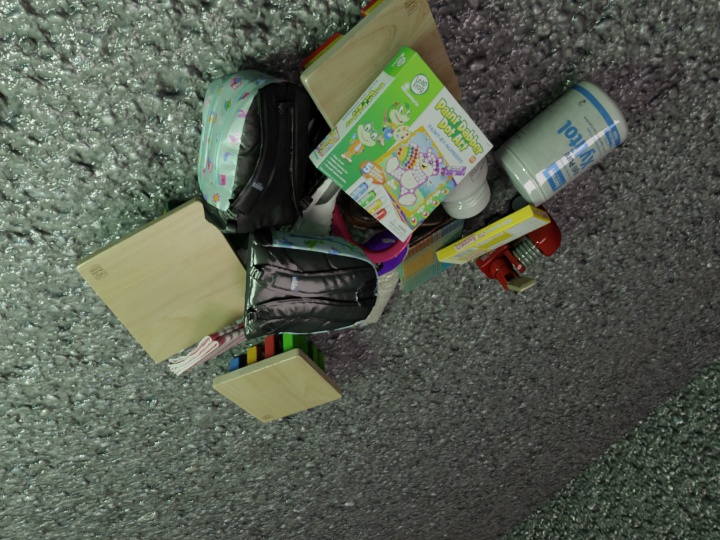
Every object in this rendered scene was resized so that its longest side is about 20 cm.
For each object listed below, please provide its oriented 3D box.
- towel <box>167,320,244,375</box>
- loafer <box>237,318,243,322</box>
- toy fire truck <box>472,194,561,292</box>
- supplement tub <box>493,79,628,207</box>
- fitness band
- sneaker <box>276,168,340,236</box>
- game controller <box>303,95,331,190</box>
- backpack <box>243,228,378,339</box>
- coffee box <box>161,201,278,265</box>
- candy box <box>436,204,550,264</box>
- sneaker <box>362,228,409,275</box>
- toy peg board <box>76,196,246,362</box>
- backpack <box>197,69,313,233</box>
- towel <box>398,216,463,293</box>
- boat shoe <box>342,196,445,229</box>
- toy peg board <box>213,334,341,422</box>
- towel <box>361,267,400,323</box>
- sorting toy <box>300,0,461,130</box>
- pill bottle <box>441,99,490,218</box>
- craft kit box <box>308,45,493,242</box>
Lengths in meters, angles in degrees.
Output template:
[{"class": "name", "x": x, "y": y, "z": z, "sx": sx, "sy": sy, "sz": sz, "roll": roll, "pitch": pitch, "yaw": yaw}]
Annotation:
[{"class": "towel", "x": -0.207, "y": 0.102, "z": 0.950, "sx": 0.146, "sy": 0.030, "sz": 0.199, "roll": -33, "pitch": 176, "yaw": 38}, {"class": "loafer", "x": -0.148, "y": 0.040, "z": 1.057, "sx": 0.198, "sy": 0.071, "sz": 0.070, "roll": -29, "pitch": 162, "yaw": 18}, {"class": "toy fire truck", "x": 0.322, "y": -0.033, "z": 1.137, "sx": 0.176, "sy": 0.201, "sz": 0.128, "roll": -41, "pitch": 137, "yaw": 15}, {"class": "supplement tub", "x": 0.353, "y": -0.223, "z": 1.019, "sx": 0.199, "sy": 0.133, "sz": 0.132, "roll": -39, "pitch": 137, "yaw": 11}, {"class": "fitness band", "x": 0.010, "y": -0.111, "z": 0.930, "sx": 0.142, "sy": 0.037, "sz": 0.203, "roll": -20, "pitch": 99, "yaw": 12}, {"class": "sneaker", "x": -0.070, "y": -0.085, "z": 0.912, "sx": 0.079, "sy": 0.074, "sz": 0.201, "roll": 27, "pitch": 122, "yaw": -19}, {"class": "game controller", "x": -0.114, "y": -0.178, "z": 0.893, "sx": 0.103, "sy": 0.042, "sz": 0.201, "roll": 18, "pitch": 122, "yaw": -22}, {"class": "backpack", "x": -0.070, "y": 0.016, "z": 0.860, "sx": 0.196, "sy": 0.154, "sz": 0.166, "roll": 3, "pitch": 109, "yaw": -8}, {"class": "coffee box", "x": -0.241, "y": -0.037, "z": 0.952, "sx": 0.197, "sy": 0.044, "sz": 0.124, "roll": 9, "pitch": 127, "yaw": -34}, {"class": "candy box", "x": 0.248, "y": -0.063, "z": 1.078, "sx": 0.198, "sy": 0.027, "sz": 0.102, "roll": -28, "pitch": 164, "yaw": 31}, {"class": "sneaker", "x": 0.000, "y": 0.001, "z": 1.016, "sx": 0.199, "sy": 0.100, "sz": 0.070, "roll": -33, "pitch": 98, "yaw": 38}, {"class": "toy peg board", "x": -0.281, "y": 0.001, "z": 0.883, "sx": 0.198, "sy": 0.098, "sz": 0.201, "roll": -28, "pitch": 123, "yaw": -1}, {"class": "backpack", "x": -0.145, "y": -0.164, "z": 0.780, "sx": 0.166, "sy": 0.125, "sz": 0.203, "roll": -23, "pitch": 128, "yaw": -55}, {"class": "towel", "x": 0.137, "y": -0.031, "z": 1.121, "sx": 0.145, "sy": 0.022, "sz": 0.200, "roll": -32, "pitch": 157, "yaw": -6}, {"class": "boat shoe", "x": 0.057, "y": -0.108, "z": 1.030, "sx": 0.197, "sy": 0.077, "sz": 0.074, "roll": 2, "pitch": 161, "yaw": -27}, {"class": "toy peg board", "x": -0.170, "y": 0.213, "z": 1.209, "sx": 0.196, "sy": 0.099, "sz": 0.201, "roll": -20, "pitch": 139, "yaw": 14}, {"class": "towel", "x": 0.011, "y": 0.036, "z": 1.166, "sx": 0.131, "sy": 0.035, "sz": 0.202, "roll": 1, "pitch": 131, "yaw": -28}, {"class": "sorting toy", "x": 0.026, "y": -0.270, "z": 0.826, "sx": 0.200, "sy": 0.070, "sz": 0.199, "roll": -42, "pitch": 136, "yaw": -4}, {"class": "pill bottle", "x": 0.151, "y": -0.182, "z": 0.964, "sx": 0.113, "sy": 0.115, "sz": 0.200, "roll": -32, "pitch": 138, "yaw": 6}, {"class": "craft kit box", "x": 0.062, "y": -0.170, "z": 0.817, "sx": 0.198, "sy": 0.049, "sz": 0.199, "roll": -48, "pitch": 127, "yaw": 8}]
